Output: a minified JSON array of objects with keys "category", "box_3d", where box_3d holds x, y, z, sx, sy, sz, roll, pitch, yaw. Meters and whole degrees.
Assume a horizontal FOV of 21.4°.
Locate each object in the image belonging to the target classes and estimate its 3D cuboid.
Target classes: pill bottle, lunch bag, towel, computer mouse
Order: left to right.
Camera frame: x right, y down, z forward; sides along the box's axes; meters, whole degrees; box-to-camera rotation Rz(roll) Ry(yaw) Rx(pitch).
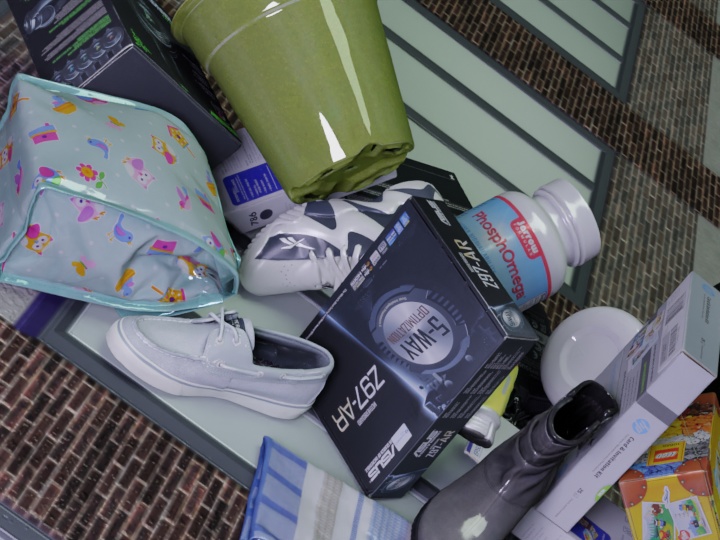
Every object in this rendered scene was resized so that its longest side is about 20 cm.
[{"category":"lunch bag","box_3d":[-0.199,-0.054,1.559,0.199,0.122,0.171,15,34,-29]},{"category":"towel","box_3d":[-0.001,0.218,1.494,0.199,0.024,0.147,33,27,-12]},{"category":"pill bottle","box_3d":[0.121,-0.006,1.788,0.199,0.109,0.109,-28,61,-14]},{"category":"computer mouse","box_3d":[0.135,0.092,1.836,0.138,0.053,0.201,31,40,-20]},{"category":"pill bottle","box_3d":[0.255,0.118,1.832,0.113,0.112,0.200,58,9,33]}]

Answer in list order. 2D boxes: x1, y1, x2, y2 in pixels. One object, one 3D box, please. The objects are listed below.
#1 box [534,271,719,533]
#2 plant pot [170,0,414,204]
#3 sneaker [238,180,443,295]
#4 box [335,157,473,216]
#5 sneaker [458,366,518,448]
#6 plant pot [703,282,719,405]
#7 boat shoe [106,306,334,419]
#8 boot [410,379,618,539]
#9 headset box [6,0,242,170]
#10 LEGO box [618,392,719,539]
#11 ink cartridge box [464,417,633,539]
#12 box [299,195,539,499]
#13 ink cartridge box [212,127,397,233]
[{"category":"box","box_3d":[0.231,0.112,1.633,0.041,0.200,0.156,37,26,-5]},{"category":"plant pot","box_3d":[-0.042,-0.169,1.699,0.199,0.199,0.191,-7,69,-55]},{"category":"sneaker","box_3d":[0.000,0.000,1.675,0.198,0.080,0.130,-13,38,-15]},{"category":"box","box_3d":[0.027,-0.048,1.878,0.199,0.079,0.142,15,38,-38]},{"category":"sneaker","box_3d":[0.070,0.082,1.659,0.078,0.091,0.200,33,-4,-40]},{"category":"plant pot","box_3d":[0.463,0.094,2.100,0.199,0.178,0.200,4,42,-47]},{"category":"boat shoe","box_3d":[-0.109,0.062,1.543,0.200,0.072,0.070,18,33,-35]},{"category":"boot","box_3d":[0.124,0.163,1.536,0.070,0.132,0.200,43,41,1]},{"category":"headset box","box_3d":[-0.211,-0.178,1.696,0.174,0.093,0.201,43,14,-47]},{"category":"LEGO box","box_3d":[0.291,0.231,1.666,0.149,0.077,0.201,-59,135,-64]},{"category":"ink cartridge box","box_3d":[0.167,0.208,1.687,0.200,0.039,0.100,39,27,-3]},{"category":"box","box_3d":[0.038,0.065,1.581,0.043,0.200,0.161,6,42,-46]},{"category":"ink cartridge box","box_3d":[-0.074,-0.098,1.788,0.199,0.039,0.100,-19,51,-8]}]
